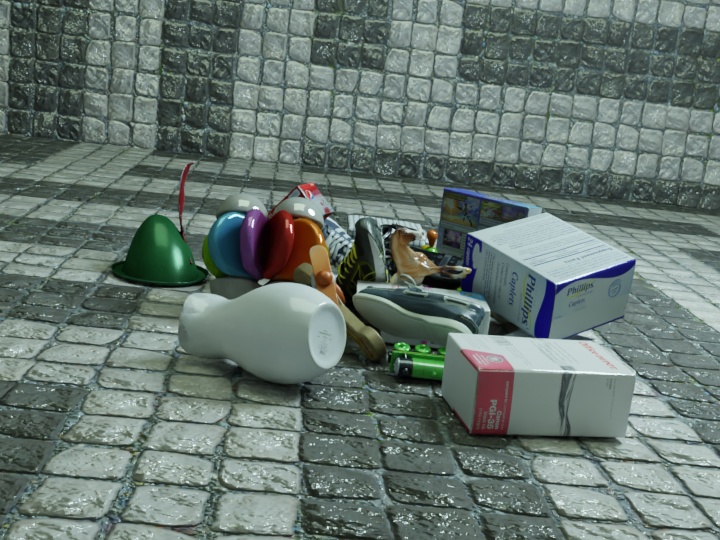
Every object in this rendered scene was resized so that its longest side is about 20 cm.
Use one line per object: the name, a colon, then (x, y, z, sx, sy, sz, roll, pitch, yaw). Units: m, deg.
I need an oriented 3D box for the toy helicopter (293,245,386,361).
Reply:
toy helicopter: (-0.030, 0.053, 1.493, 0.078, 0.134, 0.199, -31, 47, -23)

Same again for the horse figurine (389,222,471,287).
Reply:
horse figurine: (0.093, 0.017, 1.672, 0.130, 0.201, 0.051, 14, 54, -3)

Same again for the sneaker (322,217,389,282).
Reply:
sneaker: (-0.030, -0.029, 1.843, 0.199, 0.071, 0.108, 35, 3, -26)

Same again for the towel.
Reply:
towel: (0.049, -0.050, 2.100, 0.162, 0.087, 0.200, 7, 10, -4)

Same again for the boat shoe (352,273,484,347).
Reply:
boat shoe: (0.079, 0.052, 1.474, 0.197, 0.075, 0.062, 10, 53, 38)

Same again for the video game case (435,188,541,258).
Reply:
video game case: (0.219, -0.039, 1.887, 0.045, 0.185, 0.198, -4, 16, -43)

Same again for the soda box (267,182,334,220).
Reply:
soda box: (-0.140, -0.057, 1.766, 0.064, 0.199, 0.070, 52, 21, 5)

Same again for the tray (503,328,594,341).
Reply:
tray: (0.263, 0.115, 1.578, 0.106, 0.023, 0.199, 14, 14, 30)

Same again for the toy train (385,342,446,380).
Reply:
toy train: (0.131, 0.129, 1.404, 0.196, 0.043, 0.057, 5, 22, -6)

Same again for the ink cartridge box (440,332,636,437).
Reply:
ink cartridge box: (0.211, 0.138, 1.290, 0.196, 0.085, 0.147, 4, 12, -11)

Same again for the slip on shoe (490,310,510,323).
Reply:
slip on shoe: (0.294, 0.058, 1.759, 0.196, 0.076, 0.061, 1, 0, -19)

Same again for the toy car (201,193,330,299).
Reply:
toy car: (-0.144, -0.034, 1.600, 0.196, 0.179, 0.150, 4, -14, 2)

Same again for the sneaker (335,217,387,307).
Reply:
sneaker: (0.000, 0.000, 1.669, 0.083, 0.202, 0.075, -6, 47, 2)

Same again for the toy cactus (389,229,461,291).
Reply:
toy cactus: (0.115, 0.015, 1.819, 0.199, 0.104, 0.164, 33, 38, 27)

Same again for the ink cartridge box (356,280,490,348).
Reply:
ink cartridge box: (0.088, 0.067, 1.593, 0.196, 0.069, 0.115, 7, 11, 0)

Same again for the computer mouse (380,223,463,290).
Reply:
computer mouse: (0.098, -0.017, 1.781, 0.196, 0.047, 0.141, 11, 35, 14)

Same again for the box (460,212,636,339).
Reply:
box: (0.287, 0.007, 1.649, 0.182, 0.107, 0.199, -15, 32, -34)

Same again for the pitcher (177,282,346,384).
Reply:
pitcher: (-0.105, 0.081, 1.350, 0.197, 0.124, 0.170, 1, -9, 35)

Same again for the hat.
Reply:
hat: (-0.335, -0.084, 1.801, 0.163, 0.180, 0.199, 0, 13, -27)
